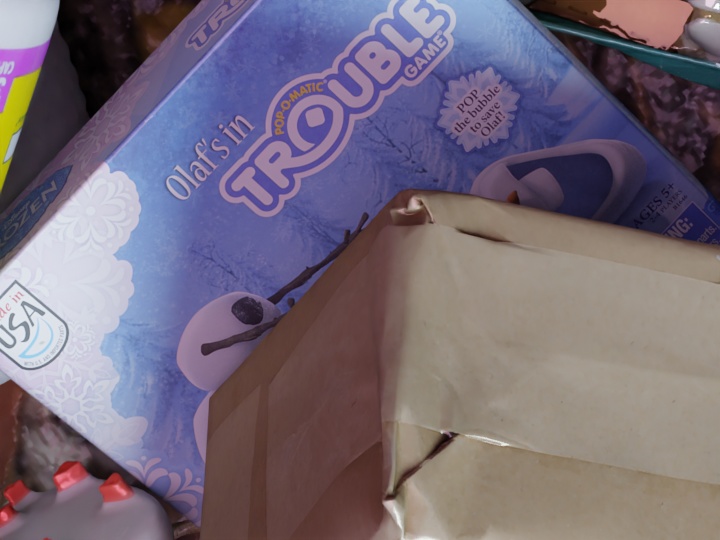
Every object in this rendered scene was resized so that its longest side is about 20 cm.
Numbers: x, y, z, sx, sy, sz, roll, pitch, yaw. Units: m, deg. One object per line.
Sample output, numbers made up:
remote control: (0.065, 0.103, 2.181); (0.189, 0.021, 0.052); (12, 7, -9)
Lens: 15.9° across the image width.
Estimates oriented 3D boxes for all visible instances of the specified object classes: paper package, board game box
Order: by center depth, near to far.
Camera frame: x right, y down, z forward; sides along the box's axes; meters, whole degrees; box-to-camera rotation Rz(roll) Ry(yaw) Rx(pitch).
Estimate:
paper package: (0.061, 0.070, 0.760); (0.189, 0.200, 0.104); (10, 66, -17)
board game box: (0.000, 0.000, 0.857); (0.200, 0.043, 0.199); (-46, 115, 7)

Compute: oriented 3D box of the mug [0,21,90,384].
mug: (-0.184, -0.041, 0.917); (0.199, 0.148, 0.176); (-13, 107, 42)

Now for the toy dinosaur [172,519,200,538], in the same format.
toy dinosaur: (-0.023, 0.054, 0.936); (0.100, 0.058, 0.201); (10, 108, -3)

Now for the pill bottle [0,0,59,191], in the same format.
pill bottle: (-0.167, -0.012, 0.779); (0.104, 0.104, 0.201); (23, 107, 10)

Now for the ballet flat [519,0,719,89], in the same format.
ballet flat: (0.099, -0.097, 0.862); (0.199, 0.070, 0.068); (13, 102, 12)

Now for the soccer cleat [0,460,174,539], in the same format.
soccer cleat: (-0.120, 0.118, 0.893); (0.199, 0.069, 0.078); (-17, 110, 47)
